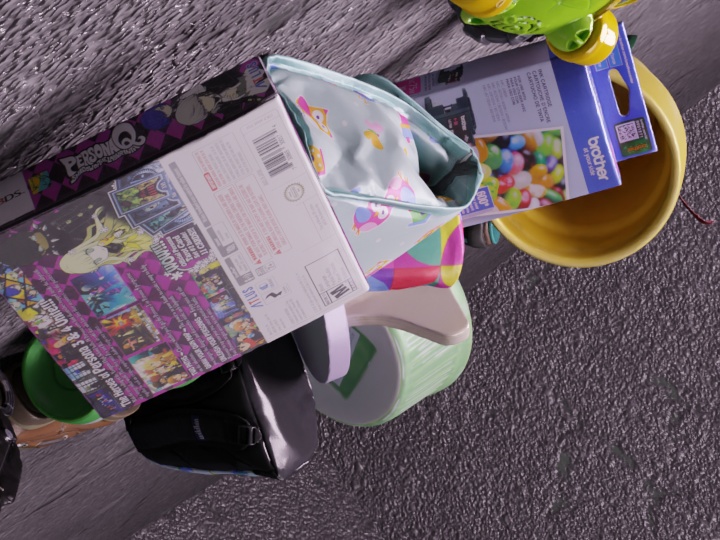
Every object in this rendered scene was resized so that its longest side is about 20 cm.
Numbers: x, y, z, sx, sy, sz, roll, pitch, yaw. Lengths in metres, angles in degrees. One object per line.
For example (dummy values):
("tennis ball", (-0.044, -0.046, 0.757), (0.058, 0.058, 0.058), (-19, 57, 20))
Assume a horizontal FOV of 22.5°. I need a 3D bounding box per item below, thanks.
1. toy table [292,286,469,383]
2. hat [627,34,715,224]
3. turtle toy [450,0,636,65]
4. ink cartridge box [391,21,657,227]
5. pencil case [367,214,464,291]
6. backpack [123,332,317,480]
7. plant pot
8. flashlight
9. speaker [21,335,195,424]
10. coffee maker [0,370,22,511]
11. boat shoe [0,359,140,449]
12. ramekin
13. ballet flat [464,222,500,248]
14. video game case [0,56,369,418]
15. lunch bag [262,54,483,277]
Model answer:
("toy table", (0.000, 0.000, 1.486), (0.116, 0.185, 0.200), (-21, 162, -11))
("hat", (0.301, -0.128, 1.943), (0.200, 0.176, 0.166), (-54, -177, -38))
("turtle toy", (0.124, -0.207, 0.990), (0.200, 0.102, 0.145), (-41, 149, 23))
("ink cartridge box", (0.115, -0.103, 1.349), (0.198, 0.120, 0.042), (-16, -150, 9))
("pencil case", (-0.021, -0.024, 1.316), (0.198, 0.089, 0.088), (-3, 166, -11))
("backpack", (-0.134, 0.105, 1.594), (0.199, 0.164, 0.153), (-16, -174, 35))
("plant pot", (0.221, -0.129, 1.752), (0.200, 0.201, 0.189), (-39, -173, 26))
("flashlight", (0.105, -0.185, 1.253), (0.068, 0.067, 0.200), (-63, 174, 8))
("speaker", (-0.182, 0.063, 1.402), (0.088, 0.089, 0.200), (-38, 173, 20))
("coffee maker", (-0.316, 0.156, 1.134), (0.199, 0.135, 0.192), (-37, 174, 14))
("boat shoe", (-0.249, 0.102, 1.437), (0.068, 0.072, 0.200), (-34, 165, 18))
("ramekin", (-0.001, 0.050, 1.724), (0.098, 0.200, 0.200), (-35, 175, -42))
("ballet flat", (0.132, -0.102, 1.921), (0.068, 0.068, 0.201), (2, -141, 22))
("video game case", (-0.102, -0.011, 1.000), (0.180, 0.036, 0.200), (-26, 146, 0))
("lunch bag", (-0.034, -0.039, 1.163), (0.170, 0.123, 0.199), (-40, 154, 30))
